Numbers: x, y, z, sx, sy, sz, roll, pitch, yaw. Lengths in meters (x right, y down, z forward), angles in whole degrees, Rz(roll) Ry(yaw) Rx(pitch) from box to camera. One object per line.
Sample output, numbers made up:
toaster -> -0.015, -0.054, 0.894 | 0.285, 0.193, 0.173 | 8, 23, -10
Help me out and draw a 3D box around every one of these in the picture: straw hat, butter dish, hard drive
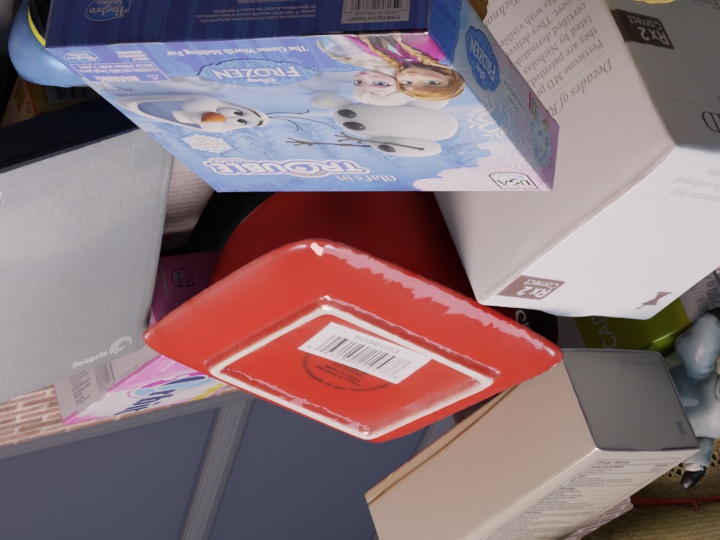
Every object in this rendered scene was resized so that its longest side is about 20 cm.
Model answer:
straw hat -> 0.230, 0.134, 1.392 | 0.199, 0.086, 0.201 | -10, -179, 0
butter dish -> 0.000, 0.000, 1.251 | 0.199, 0.149, 0.199 | 25, 147, -29
hard drive -> -0.178, -0.008, 1.173 | 0.139, 0.033, 0.201 | -21, 146, -29

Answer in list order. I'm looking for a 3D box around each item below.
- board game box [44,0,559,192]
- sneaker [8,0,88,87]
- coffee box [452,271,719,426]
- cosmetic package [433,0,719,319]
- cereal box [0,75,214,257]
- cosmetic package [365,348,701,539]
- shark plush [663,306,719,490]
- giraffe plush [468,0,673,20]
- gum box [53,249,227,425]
board game box -> -0.023, -0.091, 1.028 | 0.199, 0.044, 0.199 | 0, 163, 23
sneaker -> -0.095, -0.137, 1.116 | 0.199, 0.066, 0.078 | -11, 164, -22
coffee box -> 0.144, 0.013, 1.434 | 0.197, 0.201, 0.200 | -26, 155, 9
cosmetic package -> 0.139, -0.098, 1.209 | 0.164, 0.201, 0.165 | 5, 144, -45
cereal box -> -0.156, -0.057, 1.241 | 0.143, 0.040, 0.200 | -7, 152, -28
cosmetic package -> 0.107, 0.129, 1.313 | 0.103, 0.074, 0.200 | 5, 145, -43
shark plush -> 0.202, 0.100, 1.317 | 0.199, 0.084, 0.091 | -31, 153, 16
giraffe plush -> 0.053, -0.177, 1.036 | 0.162, 0.173, 0.200 | -31, -173, 5
gum box -> -0.127, 0.045, 1.383 | 0.113, 0.067, 0.200 | -8, 167, -30
